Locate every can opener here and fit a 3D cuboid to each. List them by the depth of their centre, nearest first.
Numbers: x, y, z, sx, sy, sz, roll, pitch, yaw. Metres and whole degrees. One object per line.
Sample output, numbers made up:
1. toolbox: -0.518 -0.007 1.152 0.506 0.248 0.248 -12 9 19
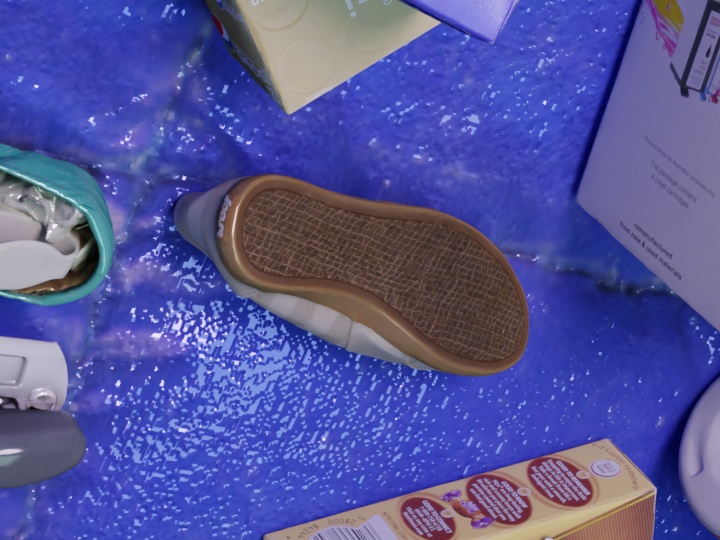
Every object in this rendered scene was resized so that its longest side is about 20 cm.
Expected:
1. can opener: -0.207 0.052 0.905 0.199 0.067 0.054 7 114 -32

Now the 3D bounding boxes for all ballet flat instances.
1. ballet flat: -0.181 -0.030 0.868 0.199 0.070 0.068 14 111 -34

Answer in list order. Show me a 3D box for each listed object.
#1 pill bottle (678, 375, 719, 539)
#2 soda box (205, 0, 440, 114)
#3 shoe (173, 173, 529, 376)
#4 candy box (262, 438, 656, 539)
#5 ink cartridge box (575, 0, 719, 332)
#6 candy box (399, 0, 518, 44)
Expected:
1. pill bottle: 0.266 0.132 1.180 0.112 0.112 0.200 -48 129 5
2. soda box: 0.029 -0.151 0.914 0.199 0.064 0.068 -32 128 -9
3. shoe: 0.000 0.000 1.002 0.199 0.053 0.071 23 73 -40
4. candy box: 0.051 0.169 1.123 0.198 0.056 0.118 -15 123 -22
5. ink cartridge box: 0.217 -0.086 1.002 0.146 0.145 0.201 3 117 -30
6. candy box: -0.004 -0.206 0.809 0.199 0.077 0.170 26 95 -21
